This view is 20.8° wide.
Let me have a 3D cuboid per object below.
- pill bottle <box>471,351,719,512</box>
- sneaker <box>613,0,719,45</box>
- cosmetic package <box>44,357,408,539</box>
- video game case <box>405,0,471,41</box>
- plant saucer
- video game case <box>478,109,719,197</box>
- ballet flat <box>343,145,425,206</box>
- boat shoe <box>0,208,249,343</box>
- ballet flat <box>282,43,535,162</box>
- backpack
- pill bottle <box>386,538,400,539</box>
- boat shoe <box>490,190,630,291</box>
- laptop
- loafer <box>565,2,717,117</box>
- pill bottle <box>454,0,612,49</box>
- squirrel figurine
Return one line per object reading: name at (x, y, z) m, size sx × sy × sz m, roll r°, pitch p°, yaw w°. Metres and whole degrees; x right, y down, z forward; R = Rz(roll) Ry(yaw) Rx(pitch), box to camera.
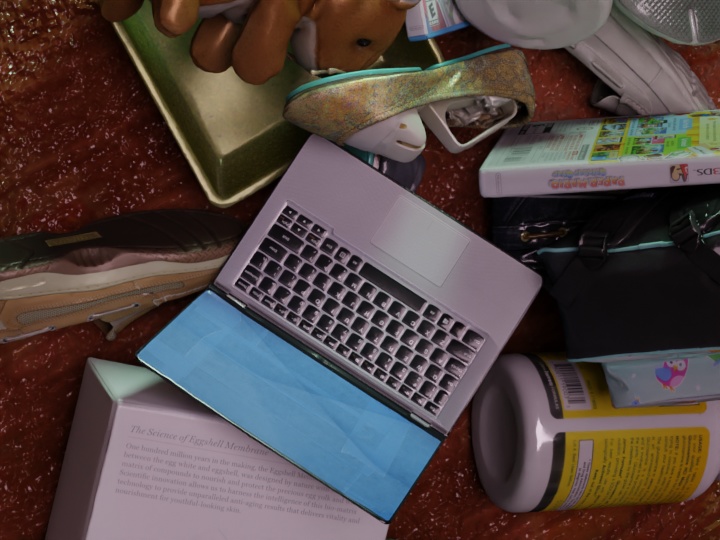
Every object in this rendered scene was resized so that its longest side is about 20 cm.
pill bottle at (0.189, 0.113, 1.407) m, size 0.199 × 0.112 × 0.113 m, roll -1°, pitch 90°, yaw -19°
sneaker at (0.248, -0.198, 1.432) m, size 0.199 × 0.080 × 0.071 m, roll 2°, pitch 96°, yaw -36°
cosmetic package at (-0.098, 0.180, 1.285) m, size 0.198 × 0.123 × 0.201 m, roll 12°, pitch 98°, yaw -19°
video game case at (0.052, -0.267, 1.353) m, size 0.143 × 0.018 × 0.201 m, roll -28°, pitch 110°, yaw -60°
plant saucer at (-0.070, -0.174, 1.352) m, size 0.199 × 0.048 × 0.201 m, roll -32°, pitch 99°, yaw -17°
video game case at (0.180, -0.081, 1.328) m, size 0.181 × 0.200 × 0.023 m, roll -3°, pitch 102°, yaw 11°
ballet flat at (0.000, 0.000, 1.359) m, size 0.073 × 0.073 × 0.201 m, roll 13°, pitch 99°, yaw -19°
boat shoe at (-0.167, 0.009, 1.315) m, size 0.199 × 0.072 × 0.077 m, roll -8°, pitch 118°, yaw -20°
ballet flat at (0.041, -0.106, 1.309) m, size 0.199 × 0.071 × 0.071 m, roll -15°, pitch 95°, yaw -37°
backpack at (0.241, 0.004, 1.315) m, size 0.200 × 0.175 × 0.154 m, roll -36°, pitch 109°, yaw -50°
pill bottle at (0.047, 0.247, 1.310) m, size 0.112 × 0.200 × 0.114 m, roll 0°, pitch 90°, yaw -20°
boat shoe at (0.187, -0.026, 1.435) m, size 0.199 × 0.071 × 0.091 m, roll 1°, pitch 93°, yaw -14°
laptop at (-0.007, 0.029, 1.243) m, size 0.187 × 0.116 × 0.201 m, roll 33°, pitch 82°, yaw 5°
loafer at (0.202, -0.141, 1.444) m, size 0.070 × 0.070 × 0.200 m, roll -37°, pitch 103°, yaw 21°
pill bottle at (0.132, -0.264, 1.368) m, size 0.111 × 0.111 × 0.201 m, roll 22°, pitch 59°, yaw -18°
squirrel figurine at (-0.048, -0.216, 1.267) m, size 0.186 × 0.141 × 0.201 m, roll 14°, pitch 87°, yaw -25°
